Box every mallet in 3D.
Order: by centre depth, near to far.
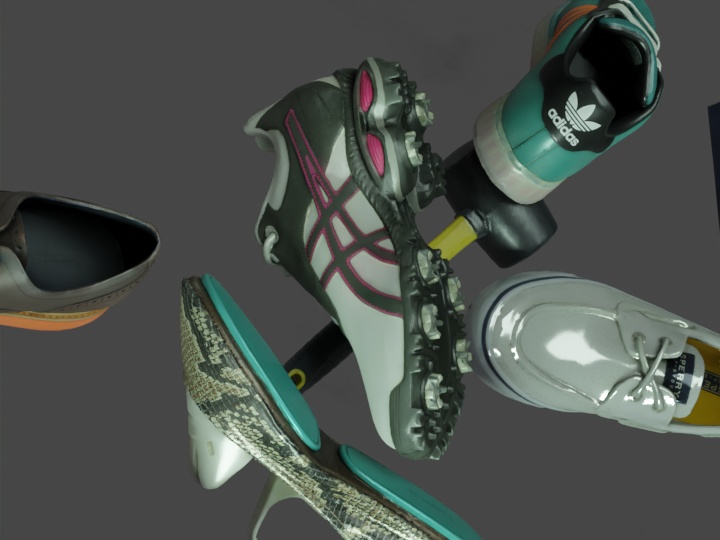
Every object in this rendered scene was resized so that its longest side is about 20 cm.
[{"bbox_3d":[0.015,-0.001,1.149,0.200,0.041,0.066,-32,94,-34],"label":"mallet"}]

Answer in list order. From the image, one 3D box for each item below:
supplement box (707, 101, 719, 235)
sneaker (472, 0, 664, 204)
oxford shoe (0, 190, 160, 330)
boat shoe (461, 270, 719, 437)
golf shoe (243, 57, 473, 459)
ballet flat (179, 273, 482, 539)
[{"bbox_3d":[0.335,-0.044,1.286,0.200,0.200,0.134,9,70,-34],"label":"supplement box"},{"bbox_3d":[0.128,-0.104,1.211,0.071,0.080,0.200,50,35,-11],"label":"sneaker"},{"bbox_3d":[-0.179,-0.012,0.986,0.200,0.073,0.071,-3,78,-36],"label":"oxford shoe"},{"bbox_3d":[0.145,0.049,1.193,0.200,0.070,0.071,19,85,-32],"label":"boat shoe"},{"bbox_3d":[0.000,0.000,1.099,0.077,0.088,0.200,49,29,-61],"label":"golf shoe"},{"bbox_3d":[-0.030,0.093,1.066,0.075,0.068,0.200,-43,106,7],"label":"ballet flat"}]
